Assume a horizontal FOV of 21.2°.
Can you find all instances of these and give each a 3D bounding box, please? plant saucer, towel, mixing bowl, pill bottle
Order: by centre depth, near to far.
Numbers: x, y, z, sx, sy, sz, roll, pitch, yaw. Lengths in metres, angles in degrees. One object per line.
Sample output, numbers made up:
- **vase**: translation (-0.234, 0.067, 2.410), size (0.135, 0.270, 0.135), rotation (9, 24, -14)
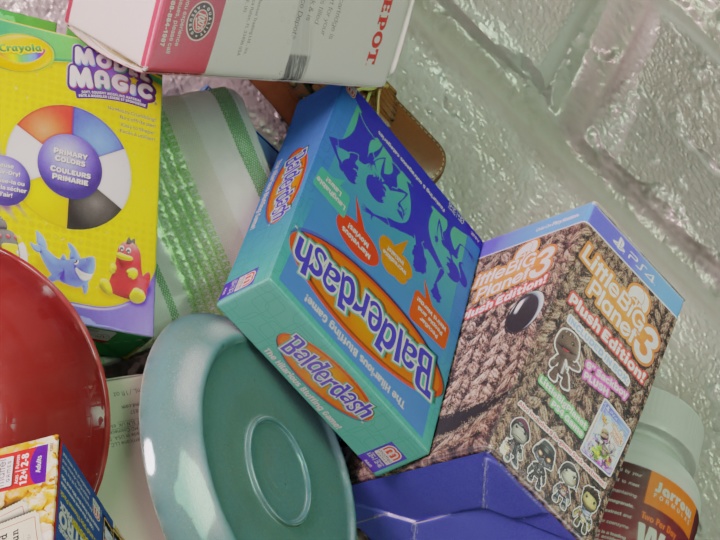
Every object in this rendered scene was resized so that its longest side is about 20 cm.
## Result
- **mixing bowl**: translation (-0.227, 0.078, 0.943), size (0.198, 0.108, 0.202), rotation (0, 88, 0)
- **plant saucer**: translation (-0.054, 0.115, 1.078), size (0.200, 0.027, 0.201), rotation (46, 32, -41)
- **towel**: translation (-0.133, -0.023, 1.134), size (0.199, 0.031, 0.150), rotation (-17, 79, -35)
- **pill bottle**: translation (0.162, 0.180, 1.259), size (0.109, 0.109, 0.201), rotation (35, 55, -21)

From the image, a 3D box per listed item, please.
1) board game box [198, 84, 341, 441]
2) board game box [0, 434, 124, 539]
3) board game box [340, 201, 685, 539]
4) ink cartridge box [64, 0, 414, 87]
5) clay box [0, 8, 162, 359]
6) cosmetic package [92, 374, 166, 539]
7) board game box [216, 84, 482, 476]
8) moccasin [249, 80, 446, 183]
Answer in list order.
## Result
- **board game box**: translation (-0.066, 0.004, 1.206), size (0.200, 0.037, 0.152), rotation (43, 53, -15)
- **board game box**: translation (-0.130, 0.200, 0.859), size (0.201, 0.046, 0.152), rotation (-94, 166, -45)
- **board game box**: translation (0.090, 0.077, 1.208), size (0.097, 0.159, 0.201), rotation (45, 51, -22)
- **ink cartridge box**: translation (-0.057, -0.190, 1.120), size (0.199, 0.083, 0.148), rotation (-2, 115, -47)
- **clay box**: translation (-0.172, -0.059, 1.078), size (0.114, 0.048, 0.202), rotation (11, 66, -27)
- **cosmetic package**: translation (-0.134, 0.168, 1.047), size (0.073, 0.103, 0.202), rotation (-7, 75, -37)
- **board game box**: translation (0.000, 0.000, 1.167), size (0.152, 0.045, 0.201), rotation (48, 36, -25)
- **moccasin**: translation (-0.017, -0.130, 1.271), size (0.202, 0.078, 0.074), rotation (48, 51, -11)
